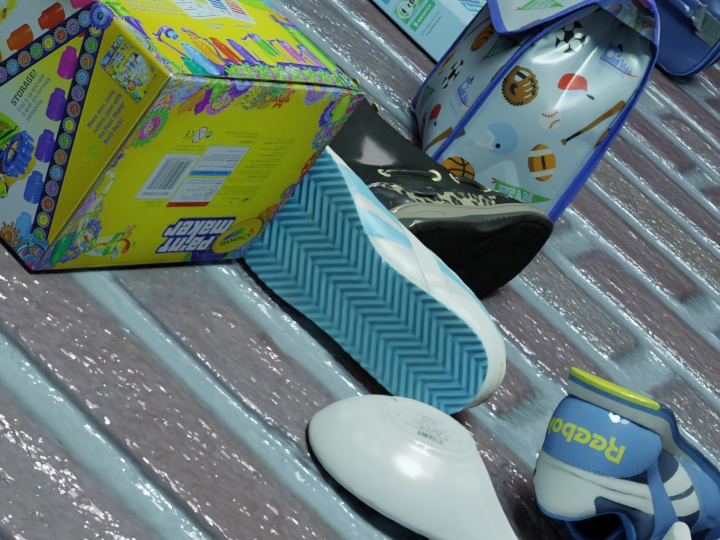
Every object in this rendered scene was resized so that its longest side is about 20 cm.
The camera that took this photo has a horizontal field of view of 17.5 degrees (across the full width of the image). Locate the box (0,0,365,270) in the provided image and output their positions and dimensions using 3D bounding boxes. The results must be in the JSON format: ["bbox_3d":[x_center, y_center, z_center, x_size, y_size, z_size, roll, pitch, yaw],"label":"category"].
[{"bbox_3d":[-0.137,-0.110,1.184,0.193,0.122,0.200,45,20,19],"label":"box"}]

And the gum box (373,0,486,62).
[{"bbox_3d":[0.046,-0.250,1.983,0.200,0.045,0.170,45,19,19],"label":"gum box"}]

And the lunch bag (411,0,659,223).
[{"bbox_3d":[0.128,-0.142,1.639,0.123,0.200,0.170,33,20,-15],"label":"lunch bag"}]

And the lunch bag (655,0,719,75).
[{"bbox_3d":[0.338,-0.299,2.508,0.200,0.136,0.132,44,19,10],"label":"lunch bag"}]

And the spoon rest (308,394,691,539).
[{"bbox_3d":[0.064,0.119,1.156,0.199,0.061,0.099,23,19,-4],"label":"spoon rest"}]

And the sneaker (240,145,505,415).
[{"bbox_3d":[0.000,0.000,1.281,0.200,0.076,0.081,50,12,13],"label":"sneaker"}]

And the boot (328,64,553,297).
[{"bbox_3d":[0.025,-0.056,1.455,0.151,0.073,0.199,47,25,24],"label":"boot"}]

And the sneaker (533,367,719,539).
[{"bbox_3d":[0.144,0.122,1.273,0.074,0.083,0.200,18,-14,33],"label":"sneaker"}]
